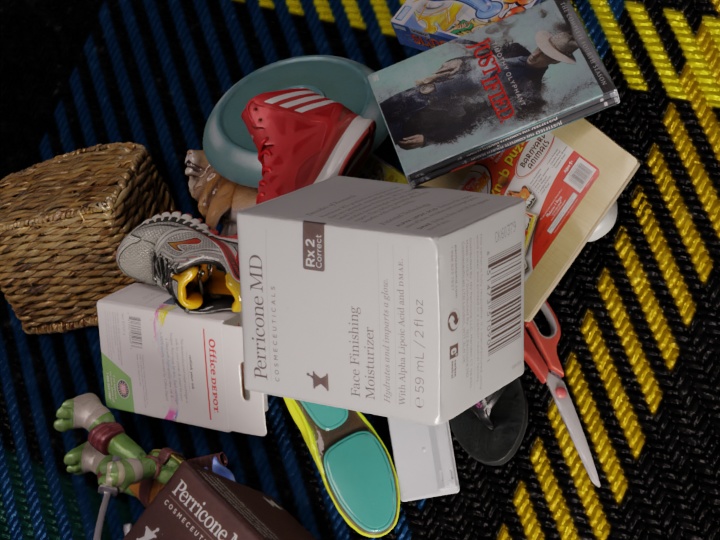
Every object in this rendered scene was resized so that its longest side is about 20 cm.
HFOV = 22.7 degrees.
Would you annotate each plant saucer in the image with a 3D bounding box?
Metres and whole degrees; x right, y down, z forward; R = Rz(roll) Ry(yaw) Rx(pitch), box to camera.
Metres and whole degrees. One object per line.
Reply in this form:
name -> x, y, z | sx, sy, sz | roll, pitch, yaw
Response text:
plant saucer -> -0.064, -0.156, 1.785 | 0.200, 0.027, 0.200 | -8, 42, 7

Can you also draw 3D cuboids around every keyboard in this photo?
keyboard -> 0.048, 0.109, 1.651 | 0.056, 0.011, 0.201 | -12, 79, 18

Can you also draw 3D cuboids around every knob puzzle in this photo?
knob puzzle -> 0.133, -0.079, 1.630 | 0.219, 0.030, 0.220 | -3, 83, 29

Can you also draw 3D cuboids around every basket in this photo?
basket -> -0.289, -0.037, 1.907 | 0.200, 0.149, 0.143 | -11, 33, 26

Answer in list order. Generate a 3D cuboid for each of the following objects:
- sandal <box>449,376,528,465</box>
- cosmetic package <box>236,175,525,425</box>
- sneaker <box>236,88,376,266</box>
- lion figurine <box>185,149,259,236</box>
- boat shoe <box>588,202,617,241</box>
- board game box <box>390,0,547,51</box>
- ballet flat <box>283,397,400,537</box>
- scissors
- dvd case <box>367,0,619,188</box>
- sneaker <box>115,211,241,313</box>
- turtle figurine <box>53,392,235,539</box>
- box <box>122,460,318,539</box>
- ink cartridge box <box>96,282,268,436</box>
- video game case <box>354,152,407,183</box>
sandal -> 0.109, 0.079, 1.637 | 0.075, 0.048, 0.201 | -12, 65, 26
cosmetic package -> 0.020, 0.020, 1.548 | 0.200, 0.165, 0.165 | 7, 107, 30
sneaker -> -0.082, -0.088, 1.675 | 0.115, 0.078, 0.200 | 31, 60, 13
lion figurine -> -0.099, -0.069, 1.774 | 0.200, 0.073, 0.123 | 7, 61, 33
boat shoe -> 0.167, -0.110, 1.667 | 0.071, 0.064, 0.200 | -39, 57, 12
board game box -> 0.139, -0.285, 1.736 | 0.135, 0.034, 0.200 | 21, 65, 34
ballet flat -> -0.021, 0.157, 1.666 | 0.067, 0.067, 0.200 | -25, 78, -13
scissors -> 0.179, 0.097, 1.604 | 0.073, 0.014, 0.200 | -25, 71, -30
dvd case -> 0.116, -0.164, 1.610 | 0.200, 0.022, 0.146 | -21, 47, 3
sneaker -> -0.164, -0.005, 1.716 | 0.200, 0.078, 0.082 | 7, 30, 38
turtle figurine -> -0.239, 0.221, 1.728 | 0.194, 0.144, 0.200 | 35, 87, 37
box -> -0.130, 0.312, 1.614 | 0.166, 0.164, 0.200 | 39, 93, 35
ink cartridge box -> -0.158, 0.086, 1.750 | 0.200, 0.067, 0.117 | 9, 110, 32
video game case -> 0.000, 0.000, 1.724 | 0.181, 0.025, 0.200 | 37, 93, 35
